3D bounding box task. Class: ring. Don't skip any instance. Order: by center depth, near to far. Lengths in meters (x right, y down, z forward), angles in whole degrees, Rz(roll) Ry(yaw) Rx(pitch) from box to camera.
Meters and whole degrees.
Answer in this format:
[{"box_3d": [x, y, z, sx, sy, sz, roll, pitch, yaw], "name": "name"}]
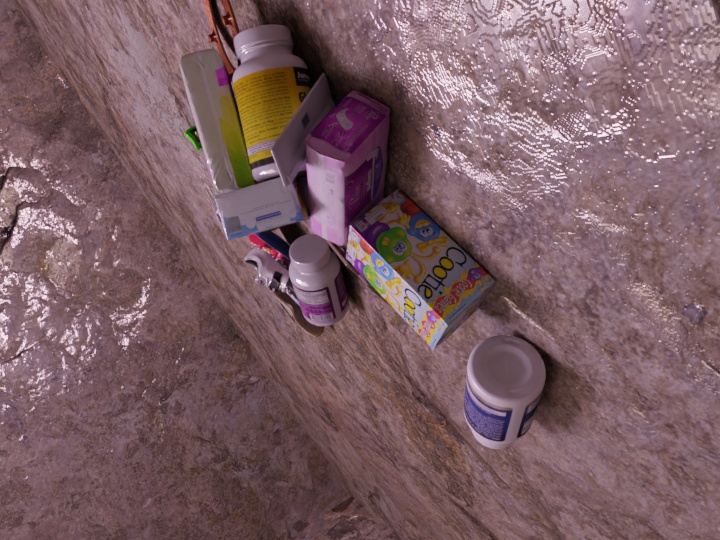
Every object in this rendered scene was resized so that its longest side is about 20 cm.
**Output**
[{"box_3d": [-0.226, -0.388, 0.902, 0.201, 0.019, 0.202, 57, 161, 32], "name": "ring"}]

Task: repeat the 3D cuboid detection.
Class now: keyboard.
[{"box_3d": [-0.073, -0.195, 0.757, 0.011, 0.201, 0.057, -3, 133, 24], "name": "keyboard"}]

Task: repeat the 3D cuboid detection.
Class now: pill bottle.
[{"box_3d": [-0.121, -0.238, 0.813, 0.112, 0.111, 0.203, 2, 106, 62], "name": "pill bottle"}, {"box_3d": [0.215, 0.197, 0.865, 0.111, 0.111, 0.201, 38, 154, 31], "name": "pill bottle"}, {"box_3d": [-0.092, 0.020, 1.206, 0.112, 0.112, 0.201, 36, 153, 33], "name": "pill bottle"}]

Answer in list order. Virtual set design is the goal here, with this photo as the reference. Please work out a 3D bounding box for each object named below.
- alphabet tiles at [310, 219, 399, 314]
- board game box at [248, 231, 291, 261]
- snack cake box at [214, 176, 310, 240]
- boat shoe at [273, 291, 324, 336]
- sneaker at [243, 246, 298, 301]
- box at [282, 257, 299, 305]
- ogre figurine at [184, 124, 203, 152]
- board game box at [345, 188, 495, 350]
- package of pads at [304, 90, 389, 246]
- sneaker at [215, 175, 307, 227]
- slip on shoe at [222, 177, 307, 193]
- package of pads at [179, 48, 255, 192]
[{"box_3d": [0.000, 0.000, 0.982, 0.167, 0.008, 0.200, 41, -174, -39], "name": "alphabet tiles"}, {"box_3d": [-0.219, -0.061, 1.306, 0.199, 0.039, 0.158, 37, -173, -28], "name": "board game box"}, {"box_3d": [-0.137, -0.099, 0.875, 0.200, 0.114, 0.068, -66, -40, -82], "name": "snack cake box"}, {"box_3d": [-0.166, 0.111, 1.565, 0.201, 0.072, 0.066, 43, 167, 24], "name": "boat shoe"}, {"box_3d": [-0.212, 0.023, 1.392, 0.200, 0.088, 0.074, 44, 152, 17], "name": "sneaker"}, {"box_3d": [-0.168, 0.035, 1.482, 0.200, 0.038, 0.137, 43, 157, 23], "name": "box"}, {"box_3d": [-0.301, -0.278, 1.191, 0.120, 0.098, 0.200, 39, 169, 1], "name": "ogre figurine"}, {"box_3d": [0.082, -0.001, 0.835, 0.200, 0.103, 0.105, 45, 158, 17], "name": "board game box"}, {"box_3d": [-0.019, -0.137, 0.799, 0.075, 0.121, 0.201, 31, 153, 16], "name": "package of pads"}, {"box_3d": [-0.191, -0.158, 1.076, 0.075, 0.198, 0.082, 57, -164, -26], "name": "sneaker"}, {"box_3d": [-0.149, -0.129, 1.011, 0.061, 0.197, 0.075, -106, 22, -64], "name": "slip on shoe"}, {"box_3d": [-0.219, -0.224, 0.879, 0.155, 0.067, 0.203, -137, 33, -76], "name": "package of pads"}]
